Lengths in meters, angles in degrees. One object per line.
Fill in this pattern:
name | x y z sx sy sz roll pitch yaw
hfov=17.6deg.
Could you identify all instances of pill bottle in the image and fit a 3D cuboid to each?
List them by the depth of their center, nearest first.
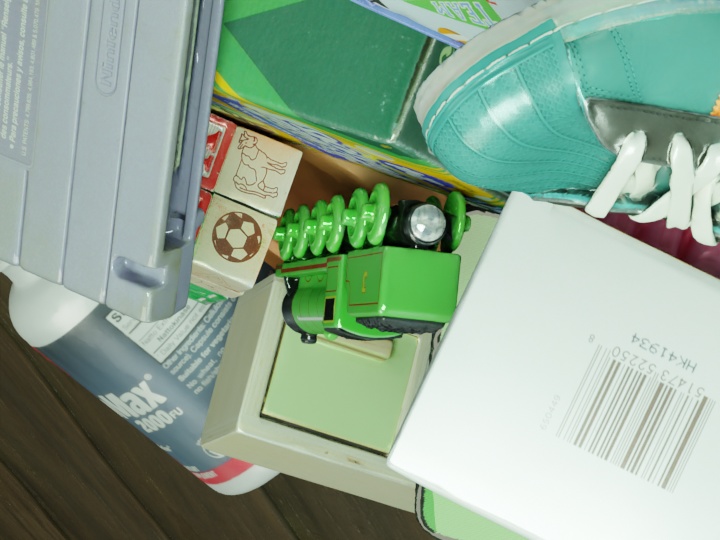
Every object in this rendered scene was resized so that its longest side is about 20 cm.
pill bottle | -0.105 0.009 1.159 0.200 0.120 0.119 40 159 -18

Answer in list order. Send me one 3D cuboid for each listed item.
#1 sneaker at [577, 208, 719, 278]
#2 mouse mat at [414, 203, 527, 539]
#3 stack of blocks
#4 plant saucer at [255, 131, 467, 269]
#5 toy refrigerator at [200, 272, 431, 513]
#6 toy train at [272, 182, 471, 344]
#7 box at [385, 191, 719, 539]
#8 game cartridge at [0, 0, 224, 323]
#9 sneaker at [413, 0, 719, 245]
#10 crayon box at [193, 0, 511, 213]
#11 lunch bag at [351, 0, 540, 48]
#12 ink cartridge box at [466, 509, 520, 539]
sneaker | 0.133 -0.016 0.819 0.200 0.079 0.095 34 172 3
mouse mat | 0.121 0.063 0.914 0.199 0.008 0.162 13 120 13
stack of blocks | -0.106 -0.032 0.992 0.115 0.059 0.200 22 170 -12
plant saucer | -0.012 -0.033 1.039 0.200 0.038 0.200 29 160 11
toy refrigerator | 0.036 0.070 1.060 0.199 0.076 0.070 19 165 -14
toy train | 0.000 0.000 0.908 0.042 0.057 0.200 6 176 -13
box | 0.085 0.048 0.786 0.124 0.098 0.200 26 177 4
game cartridge | -0.105 -0.095 0.820 0.129 0.038 0.201 24 117 31
sneaker | 0.115 -0.033 0.624 0.199 0.080 0.071 -5 153 -18
crayon box | -0.030 -0.080 0.876 0.199 0.052 0.126 21 179 32
lunch bag | 0.038 -0.122 0.703 0.199 0.076 0.160 28 162 13
ink cartridge box | 0.159 0.128 1.012 0.159 0.047 0.200 -19 130 22
